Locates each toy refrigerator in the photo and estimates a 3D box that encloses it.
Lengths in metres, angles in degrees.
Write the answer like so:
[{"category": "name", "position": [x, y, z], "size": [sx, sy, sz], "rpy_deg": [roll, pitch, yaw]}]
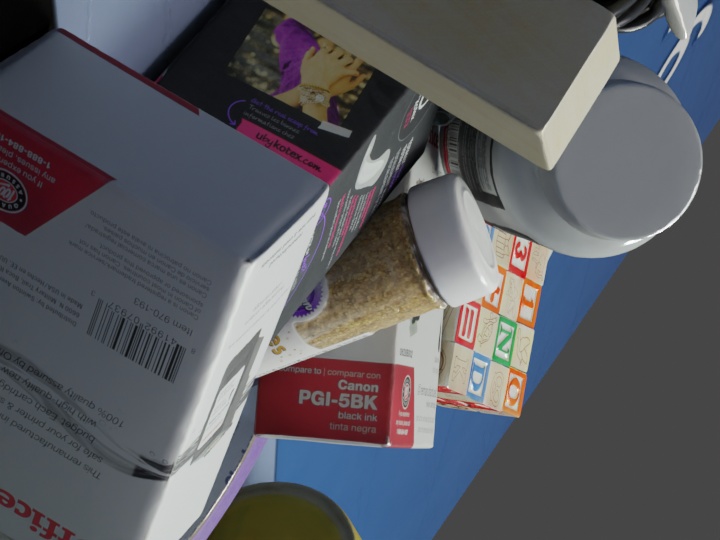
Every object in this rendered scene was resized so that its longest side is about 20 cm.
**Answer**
[{"category": "toy refrigerator", "position": [0.017, -0.131, 1.223], "size": [0.070, 0.199, 0.076], "rpy_deg": [-57, 168, -5]}]

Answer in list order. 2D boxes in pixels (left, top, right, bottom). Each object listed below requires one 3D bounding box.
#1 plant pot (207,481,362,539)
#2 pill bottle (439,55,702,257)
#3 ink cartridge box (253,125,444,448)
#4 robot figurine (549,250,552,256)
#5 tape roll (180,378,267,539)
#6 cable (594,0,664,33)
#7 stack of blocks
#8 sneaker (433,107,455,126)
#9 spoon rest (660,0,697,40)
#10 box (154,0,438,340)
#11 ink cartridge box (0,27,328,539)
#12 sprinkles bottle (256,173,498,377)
[{"category": "plant pot", "position": [-0.053, 0.259, 1.983], "size": [0.201, 0.200, 0.189], "rpy_deg": [-52, 152, -29]}, {"category": "pill bottle", "position": [0.116, -0.065, 1.481], "size": [0.111, 0.110, 0.200], "rpy_deg": [-58, -167, -1]}, {"category": "ink cartridge box", "position": [0.000, 0.000, 1.571], "size": [0.147, 0.082, 0.202], "rpy_deg": [17, 77, -78]}, {"category": "robot figurine", "position": [0.097, -0.058, 1.957], "size": [0.169, 0.113, 0.201], "rpy_deg": [-31, 151, -58]}, {"category": "tape roll", "position": [-0.117, 0.108, 1.606], "size": [0.201, 0.065, 0.200], "rpy_deg": [-54, 167, -18]}, {"category": "cable", "position": [0.105, -0.158, 1.645], "size": [0.200, 0.162, 0.051], "rpy_deg": [-38, 129, -58]}, {"category": "stack of blocks", "position": [0.070, -0.018, 1.703], "size": [0.115, 0.058, 0.201], "rpy_deg": [24, 75, -61]}, {"category": "sneaker", "position": [0.044, -0.161, 1.432], "size": [0.079, 0.129, 0.200], "rpy_deg": [-41, 159, -57]}, {"category": "spoon rest", "position": [0.097, -0.166, 1.492], "size": [0.061, 0.199, 0.100], "rpy_deg": [-57, 142, -32]}, {"category": "box", "position": [-0.048, -0.058, 1.366], "size": [0.200, 0.106, 0.123], "rpy_deg": [-51, 168, -34]}, {"category": "ink cartridge box", "position": [-0.119, 0.022, 1.178], "size": [0.083, 0.145, 0.201], "rpy_deg": [-46, 163, -54]}, {"category": "sprinkles bottle", "position": [-0.027, 0.013, 1.465], "size": [0.199, 0.069, 0.068], "rpy_deg": [-21, 175, 13]}]
